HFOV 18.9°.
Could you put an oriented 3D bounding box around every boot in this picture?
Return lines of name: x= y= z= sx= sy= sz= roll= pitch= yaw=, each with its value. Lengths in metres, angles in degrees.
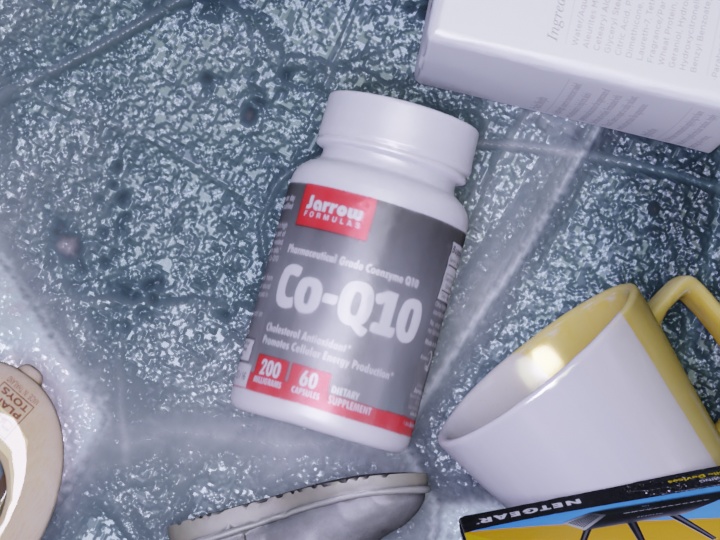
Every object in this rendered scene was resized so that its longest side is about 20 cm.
boot: x=-0.021 y=0.233 z=1.313 sx=0.181 sy=0.073 sz=0.201 roll=-17 pitch=79 yaw=12

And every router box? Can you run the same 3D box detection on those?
router box: x=0.161 y=0.161 z=1.163 sx=0.198 sy=0.149 sz=0.051 roll=-11 pitch=105 yaw=-3

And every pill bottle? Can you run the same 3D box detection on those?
pill bottle: x=0.000 y=0.000 z=1.308 sx=0.113 sy=0.114 sz=0.201 roll=15 pitch=86 yaw=1

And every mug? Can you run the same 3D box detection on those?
mug: x=0.164 y=0.102 z=1.292 sx=0.186 sy=0.149 sz=0.153 roll=-39 pitch=95 yaw=4

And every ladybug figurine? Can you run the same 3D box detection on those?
ladybug figurine: x=-0.256 y=0.140 z=1.316 sx=0.136 sy=0.072 sz=0.200 roll=41 pitch=87 yaw=3

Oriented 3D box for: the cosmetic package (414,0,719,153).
cosmetic package: x=0.146 y=-0.180 z=1.298 sx=0.198 sy=0.165 sz=0.166 roll=13 pitch=85 yaw=-1
